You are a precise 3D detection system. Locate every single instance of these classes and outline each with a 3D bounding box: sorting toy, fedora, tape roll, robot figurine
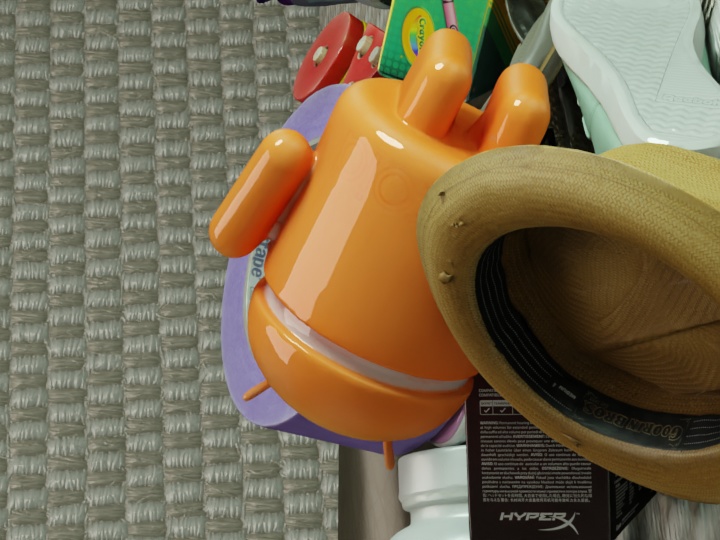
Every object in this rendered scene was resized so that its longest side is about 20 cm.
[{"bbox_3d":[0.034,-0.154,1.396,0.199,0.069,0.200,-58,20,5],"label":"sorting toy"},{"bbox_3d":[0.119,0.006,0.871,0.082,0.200,0.201,-49,-21,-30],"label":"fedora"},{"bbox_3d":[0.000,0.000,1.228,0.200,0.085,0.201,-39,43,50],"label":"tape roll"},{"bbox_3d":[0.018,-0.008,0.981,0.117,0.143,0.201,44,117,42],"label":"robot figurine"}]

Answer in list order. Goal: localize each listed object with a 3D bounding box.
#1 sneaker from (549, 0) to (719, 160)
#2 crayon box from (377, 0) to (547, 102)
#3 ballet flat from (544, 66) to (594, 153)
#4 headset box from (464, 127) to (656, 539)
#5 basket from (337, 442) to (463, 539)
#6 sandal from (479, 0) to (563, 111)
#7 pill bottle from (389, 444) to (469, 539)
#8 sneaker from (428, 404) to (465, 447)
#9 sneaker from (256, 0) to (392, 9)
[{"bbox_3d":[0.129,-0.056,0.998,0.201,0.073,0.119,-97,4,-57],"label":"sneaker"},{"bbox_3d":[0.074,-0.202,1.178,0.119,0.058,0.201,-33,-41,-65],"label":"crayon box"},{"bbox_3d":[0.113,-0.050,1.213,0.046,0.067,0.201,-12,74,55],"label":"ballet flat"},{"bbox_3d":[0.102,0.028,1.094,0.149,0.077,0.201,-15,-78,-74],"label":"headset box"},{"bbox_3d":[0.049,0.120,1.506,0.180,0.136,0.201,-5,92,48],"label":"basket"},{"bbox_3d":[0.095,-0.148,1.106,0.201,0.054,0.082,-61,-1,-28],"label":"sandal"},{"bbox_3d":[0.068,0.201,1.200,0.112,0.112,0.201,107,160,-77],"label":"pill bottle"},{"bbox_3d":[0.088,0.013,1.246,0.080,0.088,0.201,-28,50,58],"label":"sneaker"},{"bbox_3d":[-0.001,-0.205,1.249,0.200,0.087,0.075,-58,-42,-61],"label":"sneaker"}]
